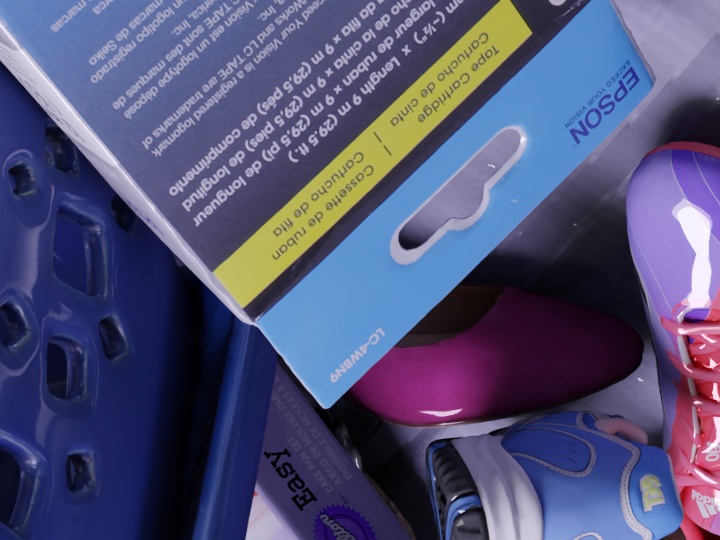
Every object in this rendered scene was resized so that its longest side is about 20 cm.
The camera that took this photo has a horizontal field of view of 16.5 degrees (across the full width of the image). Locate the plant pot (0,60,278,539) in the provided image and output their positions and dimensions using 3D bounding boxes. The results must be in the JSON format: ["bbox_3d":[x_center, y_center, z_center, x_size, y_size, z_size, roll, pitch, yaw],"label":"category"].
[{"bbox_3d":[-0.144,0.061,0.753,0.199,0.201,0.179,-14,147,41],"label":"plant pot"}]

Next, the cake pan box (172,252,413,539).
[{"bbox_3d":[-0.094,0.083,0.908,0.185,0.052,0.200,54,134,8],"label":"cake pan box"}]

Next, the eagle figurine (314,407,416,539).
[{"bbox_3d":[0.037,0.161,1.029,0.151,0.201,0.151,5,-160,-29],"label":"eagle figurine"}]

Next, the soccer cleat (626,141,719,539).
[{"bbox_3d":[0.123,0.042,0.820,0.066,0.077,0.200,10,144,26],"label":"soccer cleat"}]

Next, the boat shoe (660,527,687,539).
[{"bbox_3d":[0.124,0.181,0.938,0.074,0.075,0.203,-3,133,42],"label":"boat shoe"}]

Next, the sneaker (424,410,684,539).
[{"bbox_3d":[0.063,0.088,0.849,0.077,0.076,0.200,-10,177,-1],"label":"sneaker"}]

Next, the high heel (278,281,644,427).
[{"bbox_3d":[0.000,0.000,0.880,0.199,0.067,0.097,-1,113,18],"label":"high heel"}]

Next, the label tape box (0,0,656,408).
[{"bbox_3d":[-0.025,-0.082,0.687,0.200,0.143,0.066,52,171,-34],"label":"label tape box"}]
